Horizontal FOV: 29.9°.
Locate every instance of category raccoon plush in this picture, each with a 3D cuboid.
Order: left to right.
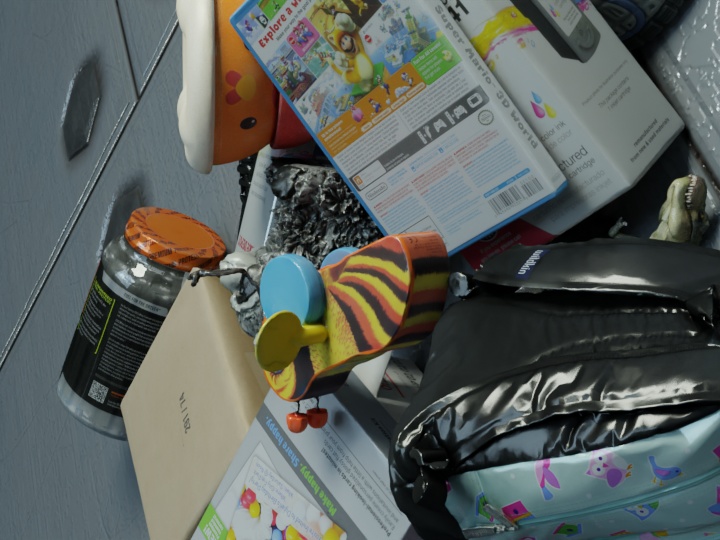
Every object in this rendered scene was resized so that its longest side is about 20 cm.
[{"bbox_3d":[0.000,0.000,0.921,0.197,0.097,0.136,10,99,14],"label":"raccoon plush"}]

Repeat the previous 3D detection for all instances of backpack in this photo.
[{"bbox_3d":[0.128,0.070,0.685,0.198,0.127,0.168,-12,42,32],"label":"backpack"}]

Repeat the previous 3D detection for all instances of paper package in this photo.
[{"bbox_3d":[-0.111,0.133,1.129,0.192,0.102,0.201,-56,39,32],"label":"paper package"}]

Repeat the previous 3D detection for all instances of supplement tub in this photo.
[{"bbox_3d":[-0.206,0.050,1.291,0.123,0.121,0.202,51,123,51],"label":"supplement tub"}]

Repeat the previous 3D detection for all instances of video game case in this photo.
[{"bbox_3d":[0.018,-0.103,0.802,0.201,0.018,0.143,53,141,-6],"label":"video game case"}]

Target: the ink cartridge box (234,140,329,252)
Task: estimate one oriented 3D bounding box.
[{"bbox_3d":[-0.033,-0.082,1.055,0.145,0.086,0.203,-149,74,-76],"label":"ink cartridge box"}]

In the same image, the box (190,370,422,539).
[{"bbox_3d":[-0.035,0.176,0.884,0.156,0.041,0.202,47,119,39],"label":"box"}]

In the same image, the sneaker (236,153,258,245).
[{"bbox_3d":[-0.099,-0.106,1.176,0.073,0.111,0.202,47,120,54],"label":"sneaker"}]

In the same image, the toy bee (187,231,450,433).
[{"bbox_3d":[-0.018,0.041,0.820,0.199,0.129,0.111,169,91,-67],"label":"toy bee"}]

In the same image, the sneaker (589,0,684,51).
[{"bbox_3d":[0.131,-0.174,0.868,0.199,0.074,0.088,-27,40,45],"label":"sneaker"}]

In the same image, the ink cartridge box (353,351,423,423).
[{"bbox_3d":[0.008,0.129,0.951,0.115,0.067,0.203,-134,60,-68],"label":"ink cartridge box"}]

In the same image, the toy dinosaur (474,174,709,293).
[{"bbox_3d":[0.123,0.012,0.802,0.200,0.087,0.048,-44,48,43],"label":"toy dinosaur"}]

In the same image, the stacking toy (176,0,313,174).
[{"bbox_3d":[-0.027,-0.141,0.922,0.146,0.197,0.149,179,90,-81],"label":"stacking toy"}]

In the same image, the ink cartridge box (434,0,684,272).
[{"bbox_3d":[0.075,-0.115,0.821,0.201,0.086,0.147,49,140,-4],"label":"ink cartridge box"}]
